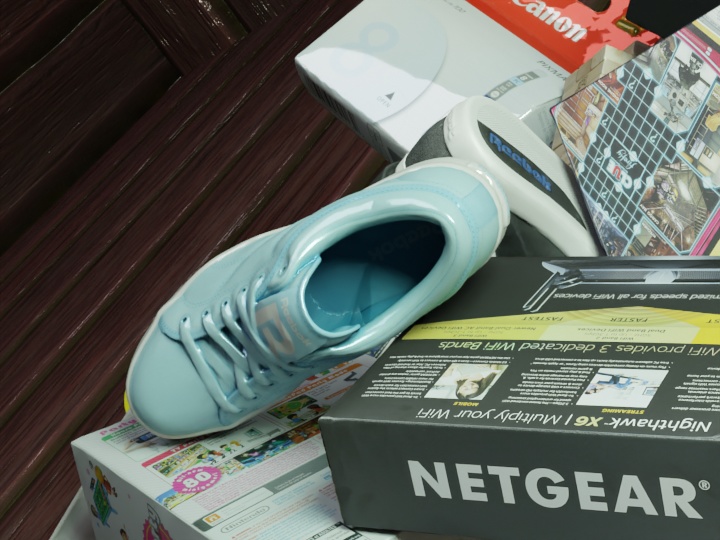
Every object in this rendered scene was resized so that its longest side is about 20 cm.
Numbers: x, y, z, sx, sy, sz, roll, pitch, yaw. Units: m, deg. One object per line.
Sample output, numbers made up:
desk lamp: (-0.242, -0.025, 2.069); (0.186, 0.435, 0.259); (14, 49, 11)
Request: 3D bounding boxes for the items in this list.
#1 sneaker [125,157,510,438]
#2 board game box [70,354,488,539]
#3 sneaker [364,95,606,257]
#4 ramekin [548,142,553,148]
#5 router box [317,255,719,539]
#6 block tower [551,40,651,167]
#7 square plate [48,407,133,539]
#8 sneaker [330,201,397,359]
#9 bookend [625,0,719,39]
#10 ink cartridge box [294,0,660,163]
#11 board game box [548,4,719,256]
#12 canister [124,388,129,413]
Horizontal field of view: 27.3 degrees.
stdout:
sneaker: (-0.032, 0.015, 0.634); (0.200, 0.074, 0.082); (-35, -1, 18)
board game box: (-0.021, 0.103, 0.677); (0.147, 0.064, 0.200); (-23, 24, -29)
sneaker: (0.086, 0.005, 0.769); (0.112, 0.200, 0.073); (-35, 22, 35)
ramekin: (0.083, -0.009, 0.985); (0.200, 0.098, 0.201); (-35, 17, 12)
router box: (0.108, 0.047, 0.589); (0.199, 0.052, 0.157); (0, 24, 31)
block tower: (0.137, -0.033, 0.854); (0.058, 0.054, 0.201); (139, 147, -64)
square plate: (-0.083, 0.121, 0.846); (0.200, 0.028, 0.198); (-57, -29, 9)
sneaker: (0.000, 0.000, 0.848); (0.077, 0.085, 0.200); (-40, 29, 9)
bookend: (0.284, -0.142, 0.787); (0.198, 0.092, 0.200); (-1, 26, -28)
ink cartridge box: (0.081, -0.148, 0.956); (0.200, 0.047, 0.160); (-42, 54, -8)
board game box: (0.181, -0.021, 0.683); (0.135, 0.200, 0.035); (-30, -27, 27)
canister: (-0.072, 0.060, 1.162); (0.200, 0.087, 0.149); (-28, 19, 30)
